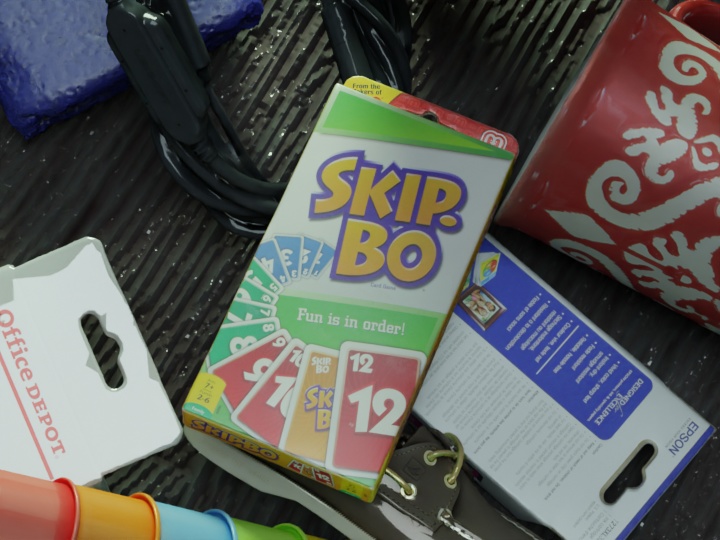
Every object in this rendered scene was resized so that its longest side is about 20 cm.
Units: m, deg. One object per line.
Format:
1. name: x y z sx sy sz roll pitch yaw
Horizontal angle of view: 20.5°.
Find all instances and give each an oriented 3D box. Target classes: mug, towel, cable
1. mug: 0.194 -0.049 0.973 0.199 0.133 0.178 31 76 2
2. towel: -0.153 -0.183 1.036 0.147 0.050 0.201 -26 77 -3
3. cable: -0.043 -0.112 0.988 0.163 0.051 0.200 -46 116 -32

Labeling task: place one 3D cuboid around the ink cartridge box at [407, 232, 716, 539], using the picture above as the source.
1. ink cartridge box: 0.068 0.050 0.983 0.200 0.037 0.095 40 75 11

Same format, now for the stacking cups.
1. stacking cups: -0.086 0.125 0.890 0.199 0.060 0.061 22 70 -30

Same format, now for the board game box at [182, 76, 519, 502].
1. board game box: 0.000 0.000 0.934 0.095 0.030 0.201 22 65 6

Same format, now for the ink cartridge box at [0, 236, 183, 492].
1. ink cartridge box: -0.194 0.077 0.942 0.199 0.068 0.116 -23 76 -9

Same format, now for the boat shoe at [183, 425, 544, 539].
1. boat shoe: 0.014 0.098 0.942 0.199 0.072 0.060 29 101 10
